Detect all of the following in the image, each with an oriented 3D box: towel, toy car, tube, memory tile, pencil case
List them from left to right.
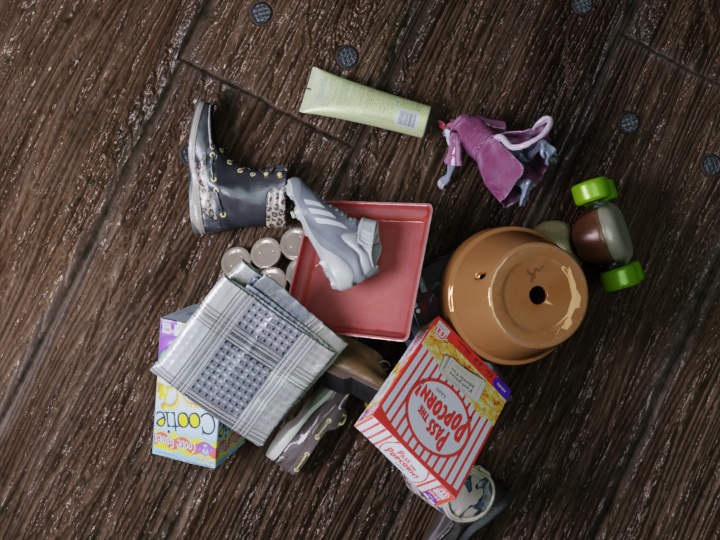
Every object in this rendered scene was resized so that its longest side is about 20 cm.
[{"bbox_3d":[-0.146,0.113,1.023,0.192,0.035,0.200,39,94,-12],"label":"towel"},{"bbox_3d":[-0.110,0.012,1.162,0.199,0.017,0.154,-17,68,7],"label":"memory tile"},{"bbox_3d":[0.010,-0.259,1.204,0.199,0.058,0.052,15,129,0],"label":"tube"},{"bbox_3d":[0.125,0.301,1.113,0.077,0.200,0.090,23,82,-13],"label":"pencil case"},{"bbox_3d":[0.313,-0.034,1.192,0.199,0.158,0.165,-19,85,24],"label":"toy car"}]

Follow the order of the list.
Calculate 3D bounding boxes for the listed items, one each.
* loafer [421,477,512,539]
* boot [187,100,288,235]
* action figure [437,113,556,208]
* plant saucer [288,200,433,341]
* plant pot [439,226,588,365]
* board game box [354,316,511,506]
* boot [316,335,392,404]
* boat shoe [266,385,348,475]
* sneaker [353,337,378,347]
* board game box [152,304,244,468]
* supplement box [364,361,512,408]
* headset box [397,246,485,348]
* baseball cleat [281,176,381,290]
[{"bbox_3d":[0.140,0.385,1.181,0.200,0.073,0.071,-37,85,-12],"label":"loafer"},{"bbox_3d":[-0.185,-0.154,1.171,0.149,0.073,0.202,1,92,-3],"label":"boot"},{"bbox_3d":[0.185,-0.186,1.160,0.134,0.149,0.200,-42,59,-13],"label":"action figure"},{"bbox_3d":[0.000,0.000,1.098,0.198,0.037,0.201,4,72,25],"label":"plant saucer"},{"bbox_3d":[0.219,0.035,1.050,0.198,0.140,0.202,0,89,-7],"label":"plant pot"},{"bbox_3d":[0.102,0.182,1.017,0.151,0.046,0.200,45,48,-6],"label":"board game box"},{"bbox_3d":[0.030,0.154,1.081,0.199,0.074,0.076,26,56,8],"label":"boot"},{"bbox_3d":[-0.058,0.223,1.169,0.059,0.072,0.200,41,90,-7],"label":"boat shoe"},{"bbox_3d":[0.007,0.022,1.188,0.077,0.076,0.202,8,97,34],"label":"sneaker"},{"bbox_3d":[-0.225,0.163,1.109,0.102,0.105,0.202,9,102,14],"label":"board game box"},{"bbox_3d":[0.113,0.197,1.160,0.199,0.110,0.086,-27,90,-4],"label":"supplement box"},{"bbox_3d":[0.152,0.046,1.162,0.199,0.075,0.150,-24,92,-23],"label":"headset box"},{"bbox_3d":[-0.033,-0.064,1.090,0.106,0.070,0.201,-26,65,-3],"label":"baseball cleat"}]
